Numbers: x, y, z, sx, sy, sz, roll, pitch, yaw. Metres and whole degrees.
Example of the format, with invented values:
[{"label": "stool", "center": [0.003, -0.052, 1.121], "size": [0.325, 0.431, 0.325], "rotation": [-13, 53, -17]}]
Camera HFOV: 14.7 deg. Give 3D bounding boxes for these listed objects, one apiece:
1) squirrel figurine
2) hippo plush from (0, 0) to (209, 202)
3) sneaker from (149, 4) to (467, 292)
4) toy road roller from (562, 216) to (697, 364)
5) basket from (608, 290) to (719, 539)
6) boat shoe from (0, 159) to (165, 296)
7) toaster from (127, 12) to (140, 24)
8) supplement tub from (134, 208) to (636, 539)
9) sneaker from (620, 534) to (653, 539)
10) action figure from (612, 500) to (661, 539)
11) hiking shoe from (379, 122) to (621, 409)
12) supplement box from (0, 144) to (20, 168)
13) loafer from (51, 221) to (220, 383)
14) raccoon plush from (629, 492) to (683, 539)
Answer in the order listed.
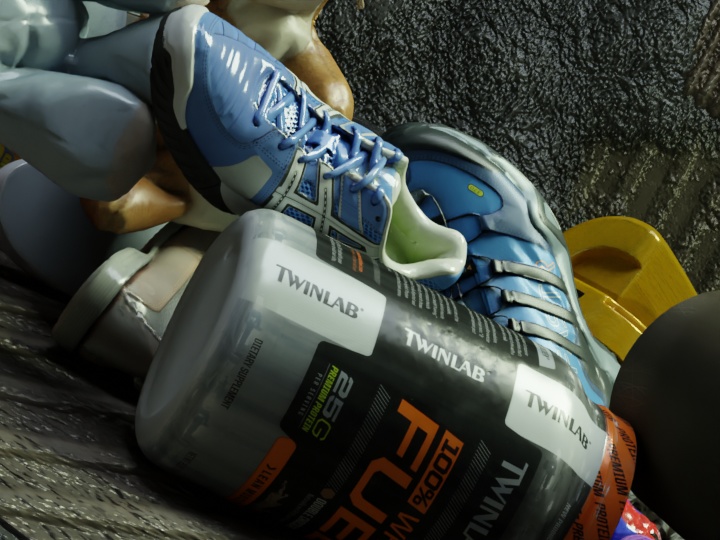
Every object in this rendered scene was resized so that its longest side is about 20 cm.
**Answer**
[{"label": "squirrel figurine", "center": [-0.067, -0.124, 1.420], "size": [0.141, 0.188, 0.200], "rotation": [8, 16, -18]}, {"label": "hippo plush", "center": [-0.158, -0.098, 1.315], "size": [0.160, 0.200, 0.161], "rotation": [54, -12, -3]}, {"label": "sneaker", "center": [-0.023, -0.052, 1.246], "size": [0.077, 0.076, 0.200], "rotation": [-11, -40, 31]}, {"label": "toy road roller", "center": [0.115, 0.030, 1.712], "size": [0.200, 0.146, 0.123], "rotation": [30, -16, 41]}, {"label": "basket", "center": [0.199, 0.086, 1.206], "size": [0.180, 0.137, 0.200], "rotation": [18, 6, -26]}, {"label": "boat shoe", "center": [-0.134, -0.015, 1.508], "size": [0.066, 0.070, 0.199], "rotation": [6, -7, 45]}, {"label": "toaster", "center": [-0.155, -0.109, 1.780], "size": [0.199, 0.119, 0.181], "rotation": [20, 5, 19]}, {"label": "supplement tub", "center": [0.012, 0.066, 1.220], "size": [0.199, 0.123, 0.123], "rotation": [26, 7, -13]}, {"label": "sneaker", "center": [0.171, 0.158, 1.335], "size": [0.080, 0.089, 0.200], "rotation": [25, 6, -13]}, {"label": "action figure", "center": [0.114, 0.104, 1.451], "size": [0.200, 0.052, 0.065], "rotation": [56, 25, -12]}, {"label": "hiking shoe", "center": [0.066, 0.019, 1.322], "size": [0.200, 0.074, 0.087], "rotation": [56, 25, -2]}, {"label": "supplement box", "center": [-0.148, -0.037, 1.588], "size": [0.200, 0.067, 0.069], "rotation": [20, 12, -49]}, {"label": "loafer", "center": [-0.096, 0.021, 1.396], "size": [0.063, 0.072, 0.200], "rotation": [38, 14, 4]}, {"label": "raccoon plush", "center": [0.099, 0.112, 1.571], "size": [0.134, 0.097, 0.200], "rotation": [16, -36, 52]}]
